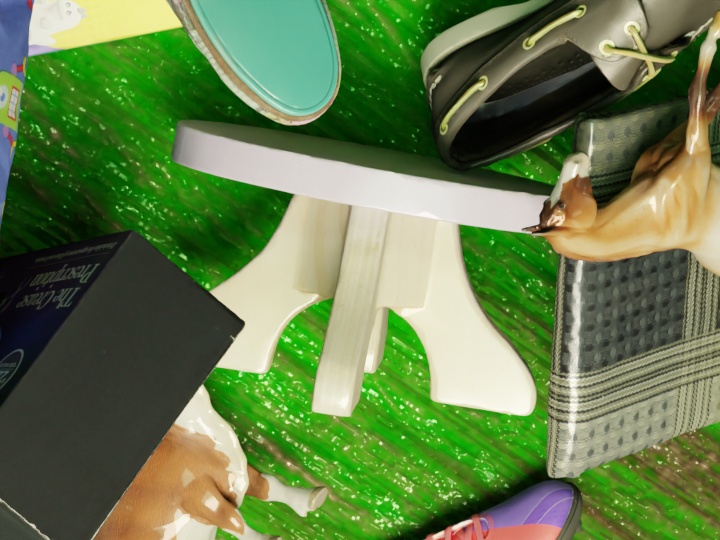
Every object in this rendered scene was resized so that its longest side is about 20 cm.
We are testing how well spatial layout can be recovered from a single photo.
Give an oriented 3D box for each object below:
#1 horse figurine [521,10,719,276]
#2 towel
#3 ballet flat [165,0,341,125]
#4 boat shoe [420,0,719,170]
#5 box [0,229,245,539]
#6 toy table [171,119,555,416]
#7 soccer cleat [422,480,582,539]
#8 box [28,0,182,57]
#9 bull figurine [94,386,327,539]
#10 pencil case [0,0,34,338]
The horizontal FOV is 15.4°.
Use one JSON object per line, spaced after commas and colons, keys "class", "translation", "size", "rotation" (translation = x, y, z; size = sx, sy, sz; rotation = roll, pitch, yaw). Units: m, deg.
{"class": "horse figurine", "translation": [0.177, -0.044, 1.278], "size": [0.200, 0.050, 0.133], "rotation": [21, 96, -47]}
{"class": "towel", "translation": [0.170, -0.006, 1.348], "size": [0.200, 0.035, 0.193], "rotation": [-14, 116, -38]}
{"class": "ballet flat", "translation": [-0.080, -0.155, 1.244], "size": [0.069, 0.071, 0.200], "rotation": [-42, 107, -20]}
{"class": "boat shoe", "translation": [0.117, -0.110, 1.271], "size": [0.201, 0.061, 0.072], "rotation": [-27, 140, 31]}
{"class": "box", "translation": [-0.160, 0.063, 1.281], "size": [0.079, 0.200, 0.141], "rotation": [40, 69, -19]}
{"class": "toy table", "translation": [0.000, 0.000, 1.318], "size": [0.199, 0.184, 0.117], "rotation": [11, 98, 15]}
{"class": "soccer cleat", "translation": [0.035, 0.175, 1.442], "size": [0.073, 0.068, 0.200], "rotation": [43, 105, -15]}
{"class": "box", "translation": [-0.098, -0.176, 1.294], "size": [0.199, 0.048, 0.118], "rotation": [-12, 113, -2]}
{"class": "bull figurine", "translation": [-0.094, 0.129, 1.402], "size": [0.121, 0.065, 0.200], "rotation": [32, 118, 18]}
{"class": "pencil case", "translation": [-0.195, -0.054, 1.237], "size": [0.078, 0.087, 0.201], "rotation": [2, 84, 24]}
